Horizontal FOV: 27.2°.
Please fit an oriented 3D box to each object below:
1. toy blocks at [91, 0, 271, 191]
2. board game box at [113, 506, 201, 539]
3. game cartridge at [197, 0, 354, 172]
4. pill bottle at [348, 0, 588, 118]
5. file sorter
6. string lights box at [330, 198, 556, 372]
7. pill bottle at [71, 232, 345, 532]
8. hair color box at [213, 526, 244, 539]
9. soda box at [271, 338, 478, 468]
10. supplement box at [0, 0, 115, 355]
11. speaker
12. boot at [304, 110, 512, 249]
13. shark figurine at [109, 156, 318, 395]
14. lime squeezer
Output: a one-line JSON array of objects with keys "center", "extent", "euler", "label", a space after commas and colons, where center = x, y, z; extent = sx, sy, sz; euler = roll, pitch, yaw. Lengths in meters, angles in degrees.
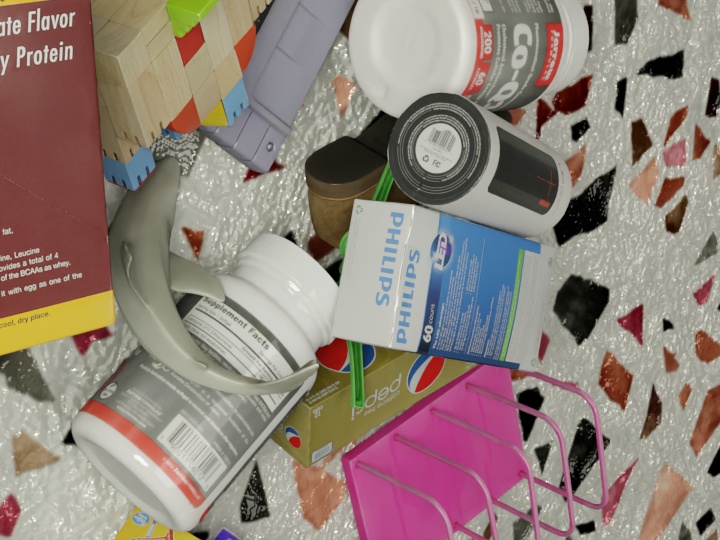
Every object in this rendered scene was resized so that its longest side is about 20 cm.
[{"center": [-0.117, -0.141, 0.964], "extent": [0.201, 0.099, 0.137], "euler": [-55, 152, -30], "label": "toy blocks"}, {"center": [-0.129, 0.259, 1.041], "extent": [0.135, 0.199, 0.034], "euler": [-56, 132, -15], "label": "board game box"}, {"center": [-0.069, -0.189, 1.081], "extent": [0.129, 0.038, 0.202], "euler": [36, 77, -47], "label": "game cartridge"}, {"center": [0.092, -0.180, 1.164], "extent": [0.199, 0.113, 0.115], "euler": [-13, 112, -51], "label": "pill bottle"}, {"center": [0.107, 0.188, 1.294], "extent": [0.199, 0.125, 0.140], "euler": [-31, 122, -33], "label": "file sorter"}, {"center": [0.068, 0.015, 1.125], "extent": [0.199, 0.058, 0.104], "euler": [13, 86, -51], "label": "string lights box"}, {"center": [-0.103, 0.077, 1.070], "extent": [0.200, 0.115, 0.116], "euler": [-49, 130, -22], "label": "pill bottle"}, {"center": [-0.131, 0.307, 1.127], "extent": [0.201, 0.064, 0.110], "euler": [-51, 154, -18], "label": "hair color box"}, {"center": [0.010, 0.076, 1.201], "extent": [0.199, 0.067, 0.065], "euler": [-27, 136, -36], "label": "soda box"}, {"center": [-0.249, -0.061, 0.774], "extent": [0.196, 0.132, 0.203], "euler": [-15, 113, -35], "label": "supplement box"}, {"center": [0.094, -0.075, 1.117], "extent": [0.200, 0.080, 0.082], "euler": [14, 93, -65], "label": "speaker"}, {"center": [0.039, -0.083, 1.199], "extent": [0.199, 0.073, 0.076], "euler": [-26, 134, -28], "label": "boot"}, {"center": [-0.127, 0.019, 0.987], "extent": [0.127, 0.215, 0.090], "euler": [-32, 156, -13], "label": "shark figurine"}, {"center": [0.000, 0.000, 1.141], "extent": [0.037, 0.071, 0.203], "euler": [10, 90, -5], "label": "lime squeezer"}]
